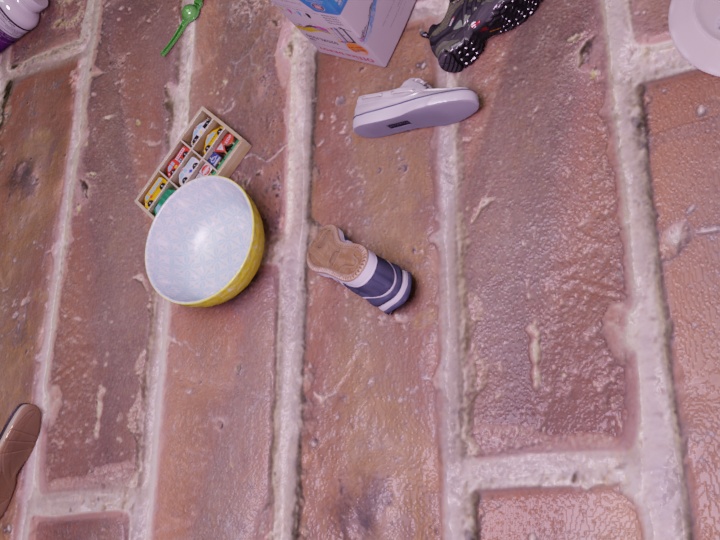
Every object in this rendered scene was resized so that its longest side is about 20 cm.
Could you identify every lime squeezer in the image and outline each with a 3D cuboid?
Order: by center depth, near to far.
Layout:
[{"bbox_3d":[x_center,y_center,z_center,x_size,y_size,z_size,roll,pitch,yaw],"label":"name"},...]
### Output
[{"bbox_3d":[-0.312,-0.482,1.530,0.037,0.071,0.202,25,115,17],"label":"lime squeezer"}]

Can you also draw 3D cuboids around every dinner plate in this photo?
[{"bbox_3d":[0.489,-0.336,1.066,0.197,0.024,0.203,-10,68,26],"label":"dinner plate"}]

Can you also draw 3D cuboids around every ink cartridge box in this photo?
[{"bbox_3d":[-0.029,-0.426,1.273,0.146,0.200,0.146,22,85,32],"label":"ink cartridge box"}]

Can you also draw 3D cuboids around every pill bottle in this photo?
[{"bbox_3d":[-0.743,-0.522,1.745,0.198,0.112,0.114,-29,61,16],"label":"pill bottle"}]

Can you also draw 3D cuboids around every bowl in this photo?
[{"bbox_3d":[-0.216,-0.030,1.284,0.197,0.108,0.203,-10,67,25],"label":"bowl"}]

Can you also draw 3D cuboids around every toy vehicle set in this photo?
[{"bbox_3d":[-0.281,-0.161,1.415,0.124,0.026,0.201,37,92,33],"label":"toy vehicle set"}]

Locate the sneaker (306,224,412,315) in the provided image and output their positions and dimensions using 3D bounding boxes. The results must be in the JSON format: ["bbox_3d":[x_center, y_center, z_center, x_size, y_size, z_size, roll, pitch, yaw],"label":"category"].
[{"bbox_3d":[0.000,0.000,1.189,0.071,0.108,0.200,-59,27,0],"label":"sneaker"}]

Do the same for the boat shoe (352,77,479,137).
[{"bbox_3d":[0.076,-0.245,1.226,0.197,0.073,0.066,-6,74,25],"label":"boat shoe"}]

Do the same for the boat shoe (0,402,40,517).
[{"bbox_3d":[-0.588,0.307,1.387,0.064,0.072,0.203,19,87,27],"label":"boat shoe"}]

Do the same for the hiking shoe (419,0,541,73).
[{"bbox_3d":[0.174,-0.384,1.221,0.199,0.076,0.101,-38,62,13],"label":"hiking shoe"}]
